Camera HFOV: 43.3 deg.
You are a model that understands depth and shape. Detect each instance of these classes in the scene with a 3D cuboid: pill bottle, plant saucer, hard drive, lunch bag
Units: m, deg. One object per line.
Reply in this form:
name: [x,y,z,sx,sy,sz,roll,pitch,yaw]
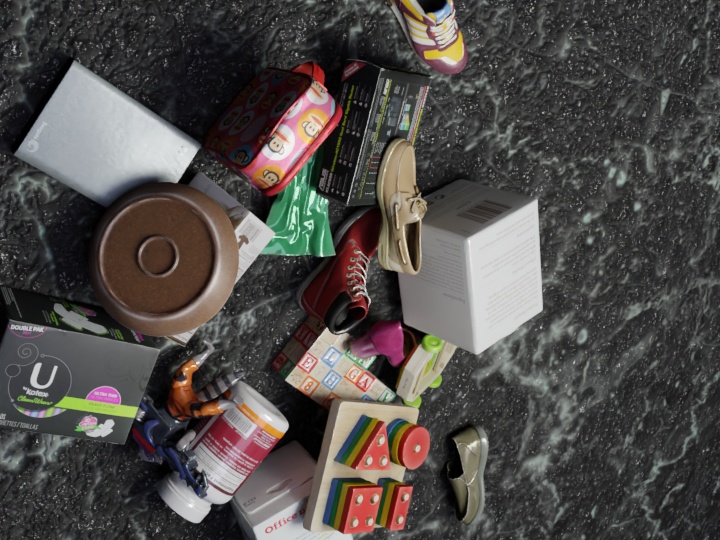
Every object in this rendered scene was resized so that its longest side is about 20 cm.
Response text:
pill bottle: [-0.211,0.275,1.373,0.200,0.113,0.113,-50,125,-3]
plant saucer: [-0.256,-0.016,1.161,0.199,0.034,0.201,0,86,3]
hard drive: [-0.326,-0.160,1.175,0.200,0.033,0.140,32,92,-35]
lunch bag: [-0.111,-0.198,1.184,0.082,0.200,0.176,39,89,-31]

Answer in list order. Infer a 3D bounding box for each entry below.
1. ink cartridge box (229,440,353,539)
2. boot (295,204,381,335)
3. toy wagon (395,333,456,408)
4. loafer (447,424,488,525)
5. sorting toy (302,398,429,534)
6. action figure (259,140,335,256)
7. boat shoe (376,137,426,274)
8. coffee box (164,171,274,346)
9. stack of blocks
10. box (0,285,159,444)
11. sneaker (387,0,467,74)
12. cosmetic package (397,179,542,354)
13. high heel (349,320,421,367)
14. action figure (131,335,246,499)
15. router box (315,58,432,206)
ink cartridge box: [-0.111,0.410,1.466,0.145,0.145,0.201,-26,120,-20]
boot: [0.000,0.000,1.363,0.072,0.144,0.200,37,88,-34]
toy wagon: [0.130,0.141,1.528,0.200,0.039,0.156,-39,154,-43]
loafer: [0.189,0.380,1.681,0.069,0.075,0.201,-3,107,-16]
sorting toy: [0.023,0.309,1.405,0.200,0.069,0.200,14,89,-49]
action figure: [-0.086,-0.123,1.317,0.118,0.055,0.201,0,103,-28]
boat shoe: [0.067,-0.092,1.319,0.071,0.064,0.201,-30,128,-48]
coffee box: [-0.229,-0.016,1.233,0.200,0.114,0.080,-51,150,-2]
stack of blocks: [-0.032,0.166,1.464,0.115,0.059,0.200,-51,125,-3]
box: [-0.394,0.126,1.199,0.199,0.124,0.149,16,102,-32]
sneaker: [0.106,-0.357,1.309,0.075,0.090,0.200,-48,125,-5]
cosmetic package: [0.169,-0.010,1.423,0.167,0.166,0.201,-28,123,-35]
high heel: [0.071,0.107,1.450,0.096,0.068,0.200,-27,157,29]
action figure: [-0.245,0.224,1.315,0.193,0.200,0.105,-40,166,14]
router box: [0.020,-0.196,1.308,0.150,0.062,0.201,-8,117,-57]
